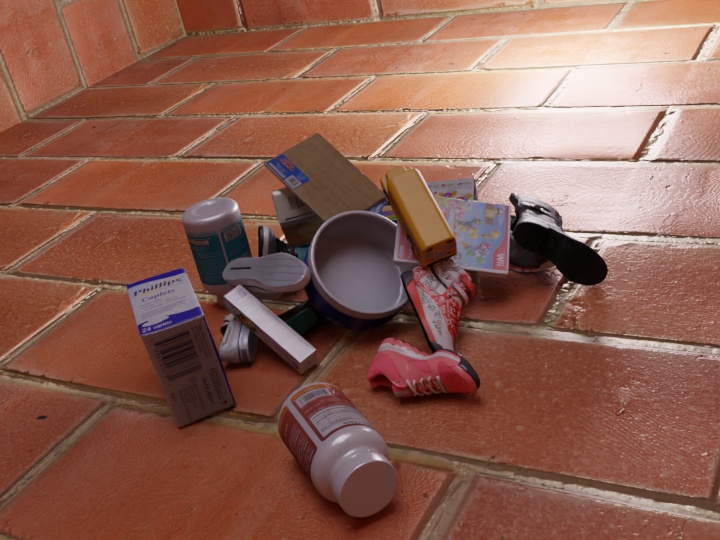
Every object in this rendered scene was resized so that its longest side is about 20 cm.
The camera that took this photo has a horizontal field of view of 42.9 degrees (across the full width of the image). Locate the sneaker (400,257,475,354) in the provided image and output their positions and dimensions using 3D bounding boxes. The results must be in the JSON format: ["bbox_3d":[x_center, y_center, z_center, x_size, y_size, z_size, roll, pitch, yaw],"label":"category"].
[{"bbox_3d":[0.145,0.062,1.499,0.108,0.067,0.202,-21,49,-1],"label":"sneaker"}]

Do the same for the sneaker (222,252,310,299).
[{"bbox_3d":[-0.153,0.014,1.608,0.200,0.071,0.073,5,60,43],"label":"sneaker"}]

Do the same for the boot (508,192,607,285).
[{"bbox_3d":[0.353,-0.067,1.642,0.200,0.069,0.174,33,25,-3],"label":"boot"}]

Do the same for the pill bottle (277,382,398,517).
[{"bbox_3d":[-0.030,0.244,1.252,0.112,0.113,0.200,-22,29,-17],"label":"pill bottle"}]

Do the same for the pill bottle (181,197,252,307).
[{"bbox_3d":[-0.267,-0.031,1.772,0.110,0.201,0.111,-9,27,5],"label":"pill bottle"}]

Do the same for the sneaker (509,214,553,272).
[{"bbox_3d":[0.288,-0.059,1.710,0.077,0.082,0.200,-27,32,-26],"label":"sneaker"}]

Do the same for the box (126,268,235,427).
[{"bbox_3d":[-0.298,0.122,1.517,0.105,0.184,0.200,-21,29,-12],"label":"box"}]

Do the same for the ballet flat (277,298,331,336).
[{"bbox_3d":[-0.084,0.070,1.653,0.199,0.068,0.068,-24,21,-21],"label":"ballet flat"}]

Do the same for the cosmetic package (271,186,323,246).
[{"bbox_3d":[-0.115,-0.110,1.871,0.105,0.071,0.200,-16,-15,-1],"label":"cosmetic package"}]

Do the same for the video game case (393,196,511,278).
[{"bbox_3d":[0.162,-0.063,1.610,0.199,0.017,0.143,7,61,1],"label":"video game case"}]

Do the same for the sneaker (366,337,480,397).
[{"bbox_3d":[0.093,0.168,1.407,0.200,0.074,0.087,9,48,42],"label":"sneaker"}]

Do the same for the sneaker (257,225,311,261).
[{"bbox_3d":[-0.134,-0.028,1.761,0.120,0.200,0.084,-2,69,-2],"label":"sneaker"}]

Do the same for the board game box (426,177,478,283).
[{"bbox_3d":[0.169,-0.074,1.734,0.104,0.103,0.200,-4,38,13],"label":"board game box"}]

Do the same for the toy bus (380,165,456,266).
[{"bbox_3d":[0.096,-0.101,1.565,0.065,0.078,0.200,-22,58,-4],"label":"toy bus"}]

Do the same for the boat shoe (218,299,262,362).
[{"bbox_3d":[-0.220,0.098,1.658,0.070,0.071,0.200,-7,35,6],"label":"boat shoe"}]

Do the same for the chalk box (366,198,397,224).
[{"bbox_3d":[0.025,-0.071,1.803,0.199,0.125,0.124,-2,30,18],"label":"chalk box"}]

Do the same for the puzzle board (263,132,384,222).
[{"bbox_3d":[-0.069,-0.172,1.776,0.200,0.017,0.151,43,54,17],"label":"puzzle board"}]

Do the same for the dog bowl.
[{"bbox_3d":[0.000,0.000,1.609,0.199,0.079,0.201,7,63,-15],"label":"dog bowl"}]

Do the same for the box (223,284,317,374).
[{"bbox_3d":[-0.155,0.099,1.569,0.200,0.039,0.041,37,60,26],"label":"box"}]

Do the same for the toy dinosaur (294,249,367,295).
[{"bbox_3d":[-0.074,0.023,1.704,0.199,0.088,0.047,-10,17,13],"label":"toy dinosaur"}]
